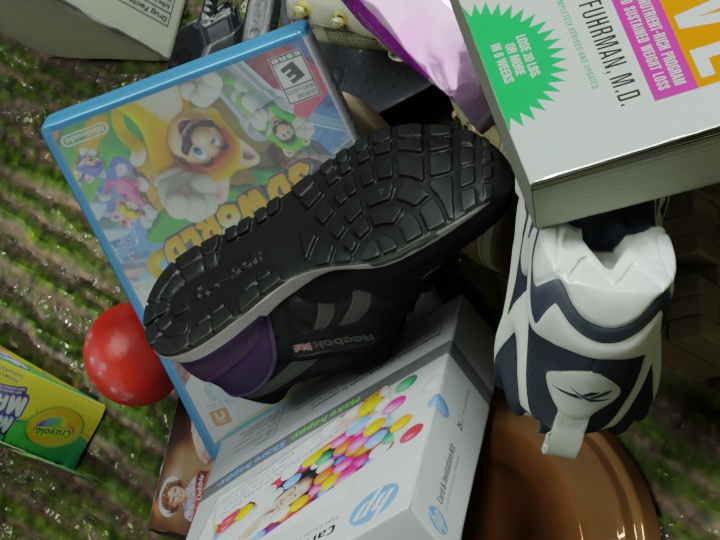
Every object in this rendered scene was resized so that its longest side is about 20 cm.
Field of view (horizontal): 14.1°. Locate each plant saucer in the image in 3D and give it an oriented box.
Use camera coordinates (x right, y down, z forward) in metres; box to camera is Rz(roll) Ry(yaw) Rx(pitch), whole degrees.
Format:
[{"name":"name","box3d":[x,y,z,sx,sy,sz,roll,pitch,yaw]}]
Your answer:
[{"name":"plant saucer","box3d":[0.051,0.152,1.377,0.200,0.037,0.201,-16,63,35]}]

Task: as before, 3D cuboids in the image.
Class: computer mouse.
[{"name":"computer mouse","box3d":[-0.068,-0.098,1.540,0.140,0.046,0.200,22,95,69]}]

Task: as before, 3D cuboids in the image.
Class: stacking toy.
[{"name":"stacking toy","box3d":[-0.063,-0.002,1.473,0.200,0.085,0.085,-37,53,18]}]

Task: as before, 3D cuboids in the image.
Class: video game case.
[{"name":"video game case","box3d":[-0.049,-0.010,1.417,0.143,0.200,0.018,-19,23,17]}]

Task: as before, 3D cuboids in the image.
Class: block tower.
[{"name":"block tower","box3d":[0.149,-0.051,1.366,0.054,0.058,0.200,-15,62,35]}]

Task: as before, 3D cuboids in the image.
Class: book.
[{"name":"book","box3d":[0.149,-0.103,1.239,0.200,0.048,0.134,-17,55,-3]}]

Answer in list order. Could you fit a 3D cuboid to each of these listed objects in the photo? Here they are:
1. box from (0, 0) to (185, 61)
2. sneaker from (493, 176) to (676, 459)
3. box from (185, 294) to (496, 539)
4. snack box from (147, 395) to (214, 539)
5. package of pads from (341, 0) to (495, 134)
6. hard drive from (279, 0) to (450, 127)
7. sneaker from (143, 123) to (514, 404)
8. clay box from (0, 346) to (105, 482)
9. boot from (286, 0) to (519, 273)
[{"name":"box","box3d":[-0.159,-0.232,1.646,0.109,0.128,0.200,5,76,41]},{"name":"sneaker","box3d":[0.098,0.005,1.297,0.199,0.079,0.130,-94,14,-55]},{"name":"box","box3d":[-0.014,0.107,1.349,0.156,0.041,0.200,-32,19,23]},{"name":"snack box","box3d":[-0.055,0.044,1.516,0.072,0.024,0.200,3,74,37]},{"name":"package of pads","box3d":[0.084,-0.170,1.331,0.200,0.076,0.121,-43,71,1]},{"name":"hard drive","box3d":[0.048,-0.154,1.499,0.200,0.042,0.135,-29,56,26]},{"name":"sneaker","box3d":[0.000,0.000,1.372,0.200,0.088,0.076,-26,46,28]},{"name":"clay box","box3d":[-0.229,0.053,1.596,0.200,0.115,0.048,24,87,42]},{"name":"boot","box3d":[0.036,-0.103,1.419,0.154,0.072,0.200,7,83,28]}]
